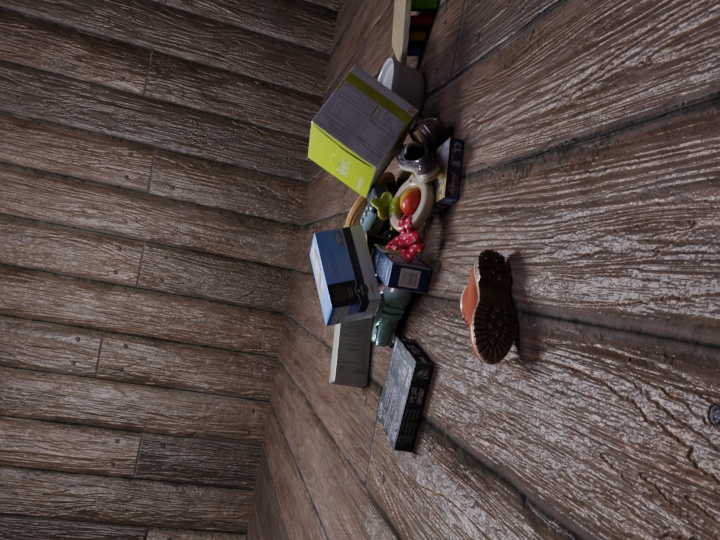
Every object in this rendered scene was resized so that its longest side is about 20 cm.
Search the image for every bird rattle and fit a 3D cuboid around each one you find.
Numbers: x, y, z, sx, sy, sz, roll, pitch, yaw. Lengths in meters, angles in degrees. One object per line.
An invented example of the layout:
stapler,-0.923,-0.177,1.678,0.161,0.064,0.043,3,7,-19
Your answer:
bird rattle,0.103,-0.132,1.352,0.165,0.111,0.201,-55,26,21

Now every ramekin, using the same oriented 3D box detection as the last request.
ramekin,0.105,-0.481,1.692,0.200,0.102,0.206,-169,90,-76

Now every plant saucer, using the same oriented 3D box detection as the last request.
plant saucer,0.036,-0.189,1.706,0.200,0.037,0.201,-47,-12,-13

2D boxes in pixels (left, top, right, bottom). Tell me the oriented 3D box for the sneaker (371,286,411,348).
sneaker,0.074,0.120,1.453,0.201,0.072,0.121,108,173,-64

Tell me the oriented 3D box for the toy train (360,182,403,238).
toy train,0.061,-0.155,1.600,0.201,0.111,0.087,119,145,-52

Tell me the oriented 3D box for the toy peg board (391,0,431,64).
toy peg board,0.155,-0.720,1.737,0.202,0.095,0.203,-97,7,-51

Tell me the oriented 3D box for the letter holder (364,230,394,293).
letter holder,0.000,0.000,1.654,0.198,0.099,0.146,-26,60,50

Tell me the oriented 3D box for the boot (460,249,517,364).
boot,0.206,0.078,1.001,0.108,0.073,0.204,114,168,-52

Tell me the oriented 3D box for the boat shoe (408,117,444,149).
boat shoe,0.163,-0.329,1.452,0.070,0.071,0.200,-40,12,5

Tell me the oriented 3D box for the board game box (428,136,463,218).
board game box,0.173,-0.202,1.376,0.200,0.034,0.140,151,128,-71

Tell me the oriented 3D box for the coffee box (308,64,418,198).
coffee box,0.000,-0.346,1.530,0.200,0.198,0.200,-55,-2,-16

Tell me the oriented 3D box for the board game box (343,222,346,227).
board game box,-0.015,-0.155,1.929,0.203,0.034,0.135,-61,13,-8

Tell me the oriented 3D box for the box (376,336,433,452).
box,0.095,0.270,1.334,0.160,0.042,0.206,-135,57,-73

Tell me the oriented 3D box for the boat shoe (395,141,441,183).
boat shoe,0.124,-0.259,1.358,0.066,0.071,0.201,63,180,-30

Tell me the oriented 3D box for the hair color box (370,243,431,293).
hair color box,0.089,-0.008,1.435,0.200,0.097,0.062,-131,52,-71

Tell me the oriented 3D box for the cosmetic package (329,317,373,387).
cosmetic package,-0.026,0.225,1.719,0.071,0.102,0.206,135,144,-67

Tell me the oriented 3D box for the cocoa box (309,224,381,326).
cocoa box,-0.042,0.013,1.488,0.134,0.128,0.205,112,145,-64
